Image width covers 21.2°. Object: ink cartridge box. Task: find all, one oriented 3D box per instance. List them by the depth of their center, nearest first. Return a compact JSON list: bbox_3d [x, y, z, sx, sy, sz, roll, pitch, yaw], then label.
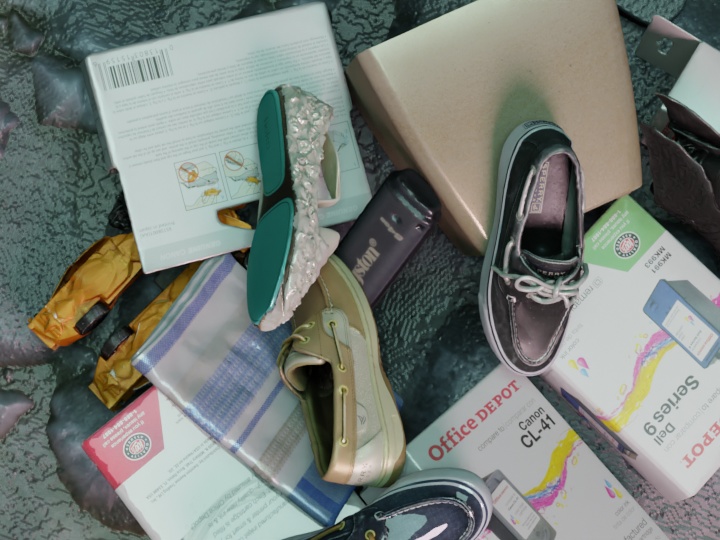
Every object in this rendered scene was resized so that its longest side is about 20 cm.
[{"bbox_3d":[0.120,0.191,1.467,0.200,0.086,0.147,49,50,5],"label":"ink cartridge box"},{"bbox_3d":[-0.098,0.171,1.499,0.144,0.084,0.200,-38,83,-6],"label":"ink cartridge box"},{"bbox_3d":[-0.102,-0.104,1.512,0.198,0.044,0.175,-15,91,-15],"label":"ink cartridge box"},{"bbox_3d":[0.228,0.062,1.517,0.200,0.088,0.145,44,83,4],"label":"ink cartridge box"},{"bbox_3d":[0.294,-0.111,1.530,0.199,0.115,0.068,33,81,5],"label":"ink cartridge box"}]

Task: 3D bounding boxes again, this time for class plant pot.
[{"bbox_3d":[0.113,-0.117,1.500,0.199,0.200,0.178,-23,92,-4],"label":"plant pot"}]

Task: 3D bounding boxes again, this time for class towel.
[{"bbox_3d":[-0.067,0.085,1.462,0.200,0.024,0.147,41,44,-5],"label":"towel"}]

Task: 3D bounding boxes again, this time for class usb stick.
[{"bbox_3d":[0.000,0.000,1.487,0.032,0.200,0.056,-24,68,-45],"label":"usb stick"}]

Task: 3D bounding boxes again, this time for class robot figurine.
[{"bbox_3d":[-0.162,0.006,1.539,0.145,0.058,0.200,44,84,6],"label":"robot figurine"}]

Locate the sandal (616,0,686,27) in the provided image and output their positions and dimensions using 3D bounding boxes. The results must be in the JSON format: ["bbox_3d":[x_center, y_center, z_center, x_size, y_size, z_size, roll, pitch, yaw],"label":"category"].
[{"bbox_3d":[0.180,-0.268,1.597,0.200,0.043,0.076,39,90,-4],"label":"sandal"}]

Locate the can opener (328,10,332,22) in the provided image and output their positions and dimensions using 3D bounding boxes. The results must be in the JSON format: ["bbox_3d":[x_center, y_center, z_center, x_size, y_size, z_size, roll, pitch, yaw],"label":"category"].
[{"bbox_3d":[-0.111,-0.162,1.563,0.199,0.063,0.079,-25,81,-4],"label":"can opener"}]

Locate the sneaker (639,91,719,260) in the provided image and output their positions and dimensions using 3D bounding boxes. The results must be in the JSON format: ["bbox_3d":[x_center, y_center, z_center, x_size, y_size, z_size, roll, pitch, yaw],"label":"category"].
[{"bbox_3d":[0.274,-0.055,1.498,0.104,0.200,0.060,27,73,26],"label":"sneaker"}]

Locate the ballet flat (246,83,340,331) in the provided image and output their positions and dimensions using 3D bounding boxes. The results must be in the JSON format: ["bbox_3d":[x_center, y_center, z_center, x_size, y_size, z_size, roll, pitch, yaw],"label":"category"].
[{"bbox_3d":[-0.044,-0.048,1.449,0.071,0.072,0.202,2,67,0],"label":"ballet flat"}]

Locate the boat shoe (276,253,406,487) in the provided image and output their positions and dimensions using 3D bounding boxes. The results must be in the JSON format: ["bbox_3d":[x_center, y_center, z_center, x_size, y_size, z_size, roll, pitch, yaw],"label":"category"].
[{"bbox_3d":[-0.025,0.069,1.434,0.066,0.074,0.201,-1,53,-30],"label":"boat shoe"}]

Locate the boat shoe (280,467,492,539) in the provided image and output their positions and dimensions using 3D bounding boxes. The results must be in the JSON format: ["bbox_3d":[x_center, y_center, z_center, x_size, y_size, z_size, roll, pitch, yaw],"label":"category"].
[{"bbox_3d":[0.002,0.212,1.373,0.199,0.091,0.071,-27,102,19],"label":"boat shoe"}]

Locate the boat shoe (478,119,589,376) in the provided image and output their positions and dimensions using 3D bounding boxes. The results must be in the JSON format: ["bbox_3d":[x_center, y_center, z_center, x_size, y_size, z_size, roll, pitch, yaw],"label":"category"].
[{"bbox_3d":[0.134,-0.006,1.407,0.073,0.068,0.201,0,114,-16],"label":"boat shoe"}]
